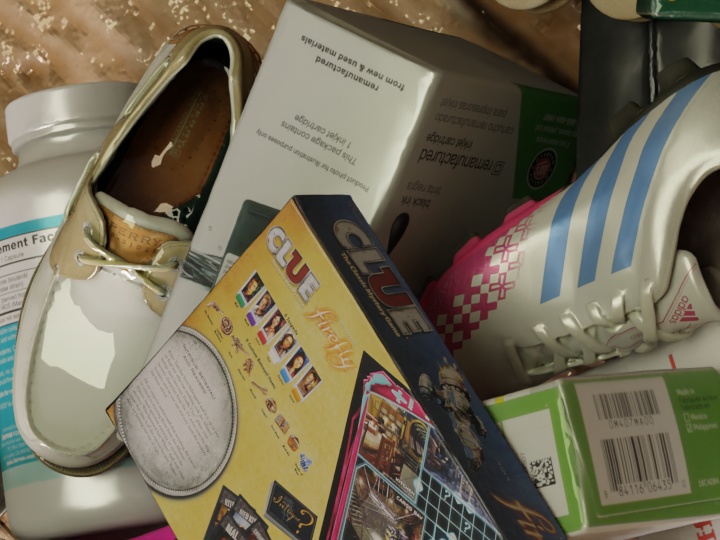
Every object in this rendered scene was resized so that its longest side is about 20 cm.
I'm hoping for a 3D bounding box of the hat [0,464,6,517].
[{"bbox_3d":[-0.241,0.052,1.295,0.200,0.081,0.201,-2,87,31],"label":"hat"}]

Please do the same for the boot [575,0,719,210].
[{"bbox_3d":[0.160,-0.106,1.068,0.165,0.066,0.200,-3,82,40],"label":"boot"}]

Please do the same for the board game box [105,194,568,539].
[{"bbox_3d":[-0.004,0.091,0.987,0.136,0.035,0.200,-47,62,32],"label":"board game box"}]

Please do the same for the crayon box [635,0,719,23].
[{"bbox_3d":[0.208,-0.152,0.989,0.200,0.052,0.126,3,95,-1],"label":"crayon box"}]

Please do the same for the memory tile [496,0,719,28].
[{"bbox_3d":[0.119,-0.198,1.059,0.153,0.017,0.200,11,95,38],"label":"memory tile"}]

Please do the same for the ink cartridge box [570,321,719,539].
[{"bbox_3d":[0.180,0.064,1.038,0.200,0.067,0.116,-26,73,35],"label":"ink cartridge box"}]

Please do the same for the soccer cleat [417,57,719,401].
[{"bbox_3d":[0.093,0.006,1.036,0.200,0.070,0.086,-46,52,22],"label":"soccer cleat"}]

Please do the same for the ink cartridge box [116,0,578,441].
[{"bbox_3d":[0.000,0.000,1.114,0.083,0.147,0.200,29,103,29],"label":"ink cartridge box"}]

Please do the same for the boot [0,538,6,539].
[{"bbox_3d":[-0.171,0.145,1.124,0.200,0.090,0.073,-4,82,32],"label":"boot"}]

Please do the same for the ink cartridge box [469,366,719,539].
[{"bbox_3d":[0.038,0.089,1.043,0.200,0.104,0.059,-19,77,40],"label":"ink cartridge box"}]

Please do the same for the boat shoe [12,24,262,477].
[{"bbox_3d":[-0.096,-0.012,1.119,0.075,0.068,0.200,18,80,-1],"label":"boat shoe"}]

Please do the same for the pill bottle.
[{"bbox_3d":[-0.115,0.019,1.203,0.111,0.111,0.200,-13,80,30],"label":"pill bottle"}]

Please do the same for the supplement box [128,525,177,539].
[{"bbox_3d":[-0.101,0.181,1.190,0.200,0.103,0.101,-23,74,30],"label":"supplement box"}]
